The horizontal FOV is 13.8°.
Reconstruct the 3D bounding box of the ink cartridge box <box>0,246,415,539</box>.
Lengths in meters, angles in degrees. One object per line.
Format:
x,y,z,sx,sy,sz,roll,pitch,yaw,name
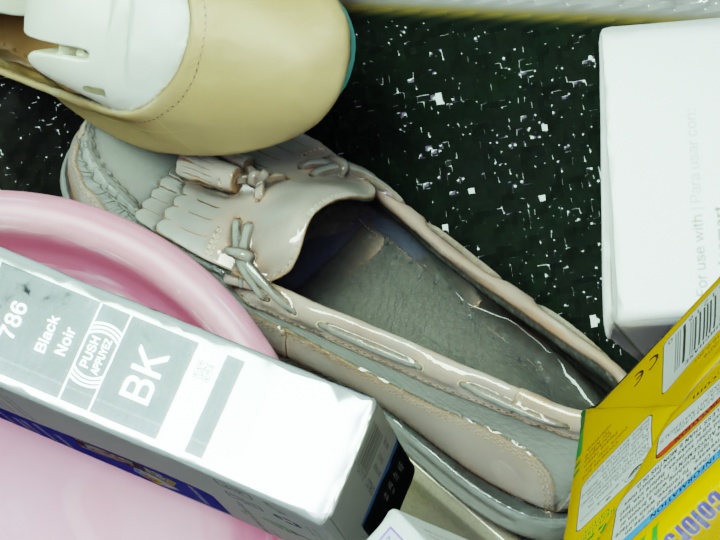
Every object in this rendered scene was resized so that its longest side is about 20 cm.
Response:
-0.086,0.022,0.793,0.199,0.099,0.039,21,81,11,ink cartridge box

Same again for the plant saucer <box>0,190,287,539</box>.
-0.107,0.079,0.860,0.200,0.051,0.201,-2,77,7,plant saucer

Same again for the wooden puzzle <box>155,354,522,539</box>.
-0.052,0.126,0.889,0.185,0.046,0.200,40,91,12,wooden puzzle

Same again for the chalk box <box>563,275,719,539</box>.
0.160,0.082,0.707,0.200,0.124,0.124,39,113,-8,chalk box

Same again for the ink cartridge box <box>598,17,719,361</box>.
0.169,-0.024,0.818,0.199,0.146,0.085,-3,83,9,ink cartridge box

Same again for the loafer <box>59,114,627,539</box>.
0.000,0.000,0.879,0.200,0.063,0.072,34,59,11,loafer

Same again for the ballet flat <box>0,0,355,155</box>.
-0.091,-0.075,0.875,0.200,0.063,0.069,15,100,41,ballet flat

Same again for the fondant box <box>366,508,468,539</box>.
0.081,0.151,0.695,0.058,0.144,0.200,-50,60,6,fondant box
